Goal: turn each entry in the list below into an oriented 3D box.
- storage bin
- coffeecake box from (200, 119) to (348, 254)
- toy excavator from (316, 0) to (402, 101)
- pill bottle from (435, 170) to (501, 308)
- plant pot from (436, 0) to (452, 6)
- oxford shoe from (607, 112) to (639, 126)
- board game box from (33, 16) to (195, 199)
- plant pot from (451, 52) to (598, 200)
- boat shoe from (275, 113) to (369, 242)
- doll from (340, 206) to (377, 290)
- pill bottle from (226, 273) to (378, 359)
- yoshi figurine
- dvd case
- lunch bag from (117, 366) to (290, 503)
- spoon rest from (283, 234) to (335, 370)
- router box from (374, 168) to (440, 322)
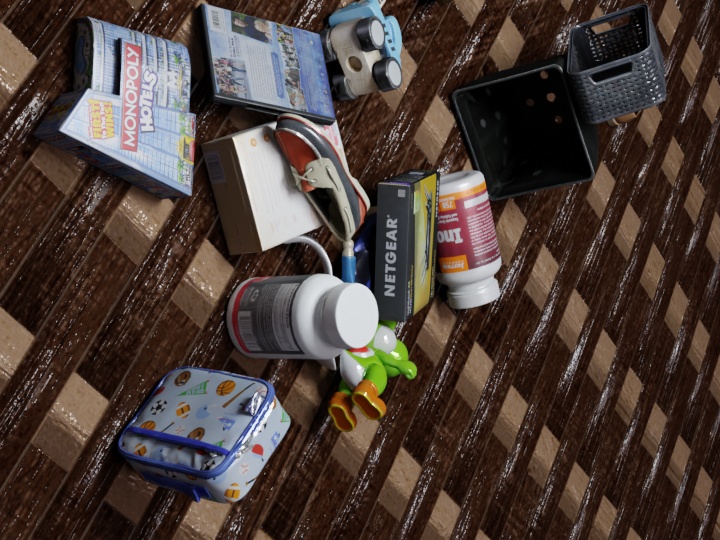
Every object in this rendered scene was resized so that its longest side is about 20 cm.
[{"bbox_3d":[0.410,-0.332,1.897,0.201,0.133,0.095,-72,141,-55],"label":"storage bin"},{"bbox_3d":[-0.107,-0.127,1.629,0.199,0.072,0.156,-25,105,-45],"label":"coffeecake box"},{"bbox_3d":[0.012,-0.378,1.771,0.197,0.098,0.201,65,34,-24],"label":"toy excavator"},{"bbox_3d":[0.162,-0.048,1.886,0.112,0.112,0.204,-25,105,-44],"label":"pill bottle"},{"bbox_3d":[0.144,-0.556,1.865,0.201,0.185,0.187,53,52,-14],"label":"plant pot"},{"bbox_3d":[0.554,-0.364,2.358,0.071,0.071,0.202,49,53,-31],"label":"oxford shoe"},{"bbox_3d":[-0.294,-0.201,1.441,0.198,0.061,0.204,7,83,-47],"label":"board game box"},{"bbox_3d":[0.299,-0.262,1.999,0.178,0.197,0.202,-48,122,-50],"label":"plant pot"},{"bbox_3d":[-0.056,-0.124,1.585,0.201,0.070,0.063,53,55,-36],"label":"boat shoe"},{"bbox_3d":[0.000,0.000,1.727,0.137,0.048,0.202,72,31,-49],"label":"doll"},{"bbox_3d":[-0.075,0.062,1.562,0.110,0.198,0.113,3,86,-47],"label":"pill bottle"},{"bbox_3d":[0.025,0.150,1.727,0.201,0.111,0.113,-68,172,-48],"label":"yoshi figurine"},{"bbox_3d":[-0.126,-0.276,1.600,0.198,0.017,0.145,7,63,-38],"label":"dvd case"},{"bbox_3d":[-0.190,0.199,1.433,0.161,0.197,0.076,-54,133,-34],"label":"lunch bag"},{"bbox_3d":[-0.059,0.042,1.670,0.060,0.099,0.203,-15,99,-2],"label":"spoon rest"},{"bbox_3d":[0.070,-0.041,1.765,0.157,0.051,0.204,-32,126,-66],"label":"router box"}]
